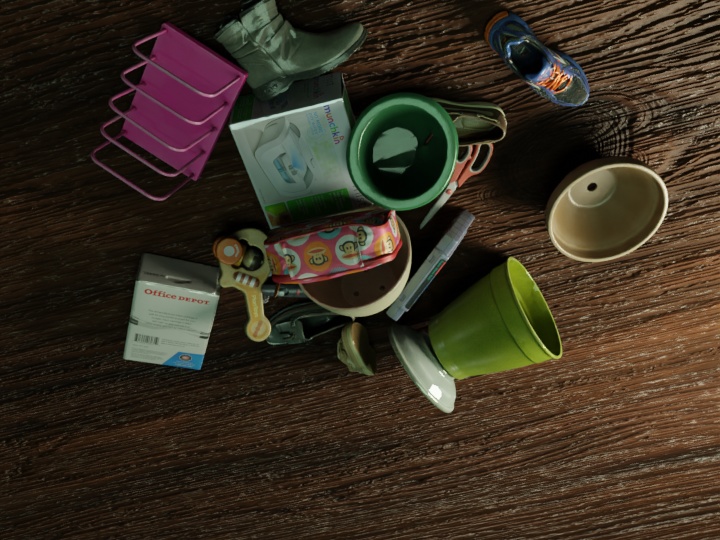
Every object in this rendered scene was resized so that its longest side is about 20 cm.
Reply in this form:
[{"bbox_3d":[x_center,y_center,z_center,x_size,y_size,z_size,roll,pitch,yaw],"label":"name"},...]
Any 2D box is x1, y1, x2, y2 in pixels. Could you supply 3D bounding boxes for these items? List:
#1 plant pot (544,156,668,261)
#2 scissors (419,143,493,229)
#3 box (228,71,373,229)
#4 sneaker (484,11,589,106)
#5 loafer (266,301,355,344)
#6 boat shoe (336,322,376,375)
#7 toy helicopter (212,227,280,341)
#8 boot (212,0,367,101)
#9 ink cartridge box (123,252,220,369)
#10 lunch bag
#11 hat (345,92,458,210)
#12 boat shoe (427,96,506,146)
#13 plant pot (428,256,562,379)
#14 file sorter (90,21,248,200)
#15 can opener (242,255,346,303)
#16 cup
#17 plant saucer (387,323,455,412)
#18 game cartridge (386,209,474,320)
[{"bbox_3d":[0.406,-0.120,1.287,0.201,0.093,0.201,-2,131,-2],"label":"plant pot"},{"bbox_3d":[0.164,-0.143,1.297,0.073,0.014,0.200,9,127,-14],"label":"scissors"},{"bbox_3d":[-0.087,-0.186,1.188,0.176,0.097,0.200,-11,129,7],"label":"box"},{"bbox_3d":[0.267,-0.300,1.133,0.200,0.078,0.075,26,124,-24],"label":"sneaker"},{"bbox_3d":[-0.098,0.099,1.444,0.200,0.063,0.072,-24,128,15],"label":"loafer"},{"bbox_3d":[-0.015,0.159,1.470,0.064,0.071,0.200,-3,151,11],"label":"boat shoe"},{"bbox_3d":[-0.180,0.023,1.322,0.132,0.079,0.200,-9,97,-15],"label":"toy helicopter"},{"bbox_3d":[-0.101,-0.337,1.082,0.200,0.068,0.131,-24,122,13],"label":"boot"},{"bbox_3d":[-0.345,0.078,1.391,0.146,0.084,0.200,12,127,-15],"label":"ink cartridge box"},{"bbox_3d":[-0.039,-0.046,1.176,0.200,0.176,0.082,-10,103,12],"label":"lunch bag"},{"bbox_3d":[0.055,-0.191,1.192,0.165,0.176,0.200,11,110,-8],"label":"hat"},{"bbox_3d":[0.130,-0.226,1.185,0.202,0.075,0.075,-5,130,-1],"label":"boat shoe"},{"bbox_3d":[0.236,0.106,1.399,0.193,0.200,0.200,-28,127,23],"label":"plant pot"},{"bbox_3d":[-0.282,-0.223,1.094,0.139,0.125,0.200,33,123,-3],"label":"file sorter"},{"bbox_3d":[-0.118,0.025,1.381,0.200,0.063,0.079,7,128,-11],"label":"can opener"},{"bbox_3d":[0.000,0.000,1.307,0.200,0.200,0.143,-15,153,7],"label":"cup"},{"bbox_3d":[0.130,0.174,1.443,0.050,0.200,0.200,-36,124,12],"label":"plant saucer"},{"bbox_3d":[0.124,-0.007,1.336,0.038,0.130,0.200,35,123,0],"label":"game cartridge"}]
